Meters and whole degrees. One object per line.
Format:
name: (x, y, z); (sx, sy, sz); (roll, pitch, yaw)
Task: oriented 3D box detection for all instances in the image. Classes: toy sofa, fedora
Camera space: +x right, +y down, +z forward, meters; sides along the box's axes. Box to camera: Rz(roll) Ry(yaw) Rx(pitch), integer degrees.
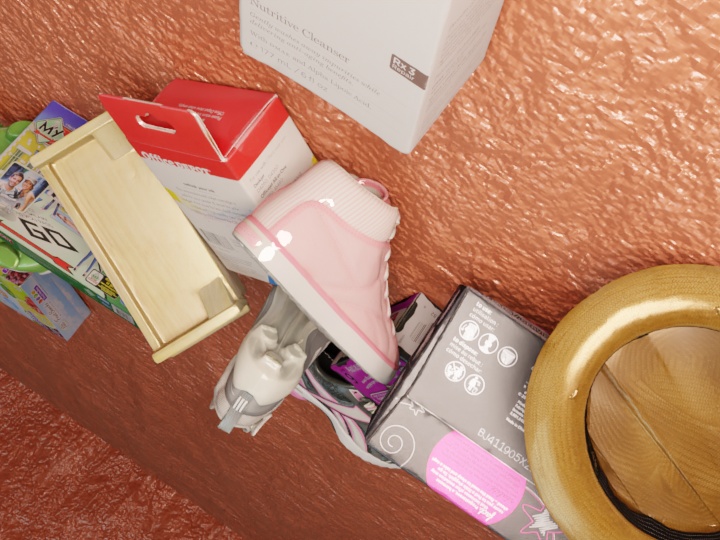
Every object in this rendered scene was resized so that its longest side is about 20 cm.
toy sofa: (-0.178, -0.030, 0.817); (0.200, 0.083, 0.098); (59, -179, -6)
fedora: (0.191, 0.088, 0.592); (0.200, 0.201, 0.082); (37, -167, -3)

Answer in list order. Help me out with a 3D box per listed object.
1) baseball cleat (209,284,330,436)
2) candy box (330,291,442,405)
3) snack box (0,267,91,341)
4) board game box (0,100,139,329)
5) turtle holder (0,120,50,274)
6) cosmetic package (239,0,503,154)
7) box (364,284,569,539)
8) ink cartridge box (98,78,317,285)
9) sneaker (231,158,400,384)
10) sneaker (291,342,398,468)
baseball cleat: (-0.071, 0.064, 0.803); (0.070, 0.200, 0.107); (40, 114, 2)
candy box: (0.085, 0.115, 0.867); (0.200, 0.061, 0.136); (39, 156, -9)
snack box: (-0.526, 0.005, 1.487); (0.200, 0.068, 0.169); (26, 156, 25)
board game box: (-0.242, -0.055, 0.897); (0.200, 0.135, 0.029); (31, 157, 9)
turtle holder: (-0.348, -0.074, 1.002); (0.185, 0.141, 0.132); (21, 175, 6)
cosmetic package: (0.011, -0.154, 0.427); (0.113, 0.081, 0.200); (33, 158, 11)
box: (0.120, 0.115, 0.701); (0.200, 0.132, 0.115); (34, -179, 2)
ink cartridge box: (-0.092, -0.074, 0.738); (0.116, 0.067, 0.200); (16, 151, 38)
sneaker: (0.000, 0.000, 0.711); (0.075, 0.105, 0.200); (36, 169, 44)
sneaker: (0.001, 0.126, 0.989); (0.200, 0.080, 0.086); (34, 147, -11)
